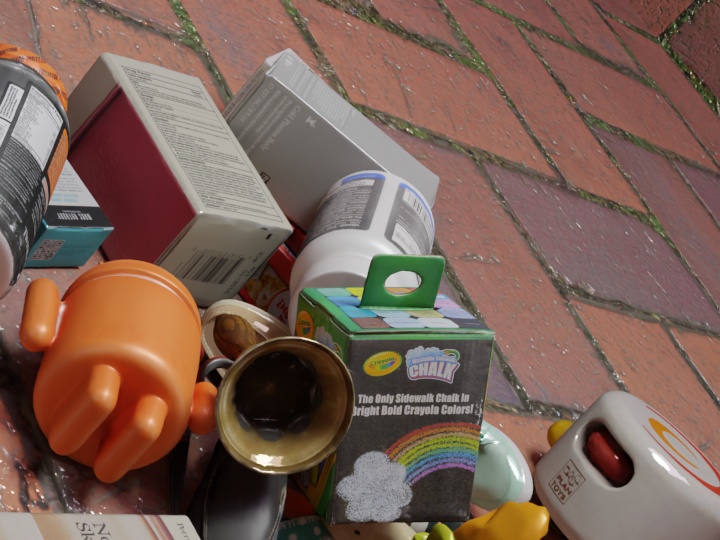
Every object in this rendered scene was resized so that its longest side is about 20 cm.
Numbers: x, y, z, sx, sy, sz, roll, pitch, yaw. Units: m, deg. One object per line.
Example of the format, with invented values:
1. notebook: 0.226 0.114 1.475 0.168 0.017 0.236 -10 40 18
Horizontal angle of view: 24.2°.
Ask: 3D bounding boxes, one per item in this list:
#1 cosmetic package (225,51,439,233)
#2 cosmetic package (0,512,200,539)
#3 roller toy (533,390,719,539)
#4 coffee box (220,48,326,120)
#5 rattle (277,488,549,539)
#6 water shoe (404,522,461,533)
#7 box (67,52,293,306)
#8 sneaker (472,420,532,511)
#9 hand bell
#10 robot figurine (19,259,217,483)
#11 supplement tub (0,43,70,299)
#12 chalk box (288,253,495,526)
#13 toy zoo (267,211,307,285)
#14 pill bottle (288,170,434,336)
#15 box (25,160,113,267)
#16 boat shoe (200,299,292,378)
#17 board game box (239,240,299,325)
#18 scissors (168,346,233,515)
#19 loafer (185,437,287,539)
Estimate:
1. cosmetic package: -0.033 -0.099 1.593 0.200 0.107 0.090 39 24 -6
2. cosmetic package: -0.180 0.213 1.035 0.200 0.087 0.104 10 39 -52
3. roller toy: 0.266 0.223 1.661 0.200 0.140 0.182 43 13 4
4. coffee box: -0.049 -0.119 1.760 0.200 0.113 0.080 43 24 1
5. rattle: 0.028 0.201 1.330 0.200 0.143 0.130 42 38 -17
6. water shoe: 0.054 0.138 1.475 0.079 0.071 0.201 18 72 -42
7. box: -0.174 -0.079 1.499 0.128 0.109 0.200 10 40 -51
8. sneaker: 0.064 0.150 1.539 0.200 0.074 0.118 45 15 27
9. hand bell: -0.082 0.072 1.287 0.104 0.104 0.200 33 3 -23
10. robot figurine: -0.176 0.069 1.246 0.143 0.117 0.200 0 31 0
11. supplement tub: -0.289 -0.075 1.256 0.122 0.122 0.201 34 36 -20
12. chalk box: 0.021 0.081 1.308 0.124 0.201 0.124 2 14 -22
13. toy zoo: -0.063 -0.036 1.598 0.200 0.020 0.131 48 25 11
14. pill bottle: 0.000 0.000 1.474 0.114 0.114 0.200 39 25 -10
15. box: -0.295 -0.092 1.404 0.200 0.049 0.082 53 26 21
16. boat shoe: -0.064 0.107 1.411 0.200 0.074 0.069 45 18 0
17. board game box: -0.055 0.011 1.618 0.200 0.046 0.151 52 25 18
18. scissors: -0.147 0.124 1.325 0.073 0.014 0.200 18 40 3
19. loafer: -0.088 0.160 1.261 0.072 0.073 0.200 15 32 -9
